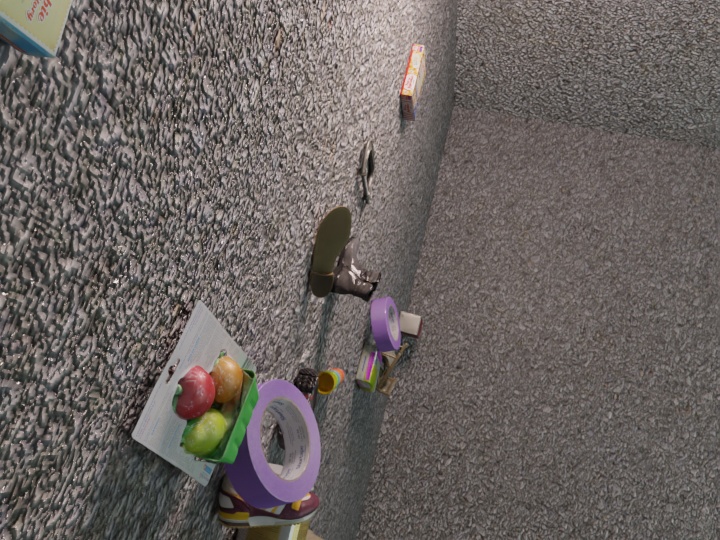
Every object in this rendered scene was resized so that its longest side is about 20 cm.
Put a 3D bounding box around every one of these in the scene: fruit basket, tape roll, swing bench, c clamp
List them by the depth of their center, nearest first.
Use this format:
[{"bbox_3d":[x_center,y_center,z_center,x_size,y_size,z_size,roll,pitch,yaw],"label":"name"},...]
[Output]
[{"bbox_3d":[-0.222,0.175,0.736,0.202,0.090,0.190,62,39,-49],"label":"fruit basket"},{"bbox_3d":[-0.152,0.302,0.933,0.200,0.064,0.206,44,35,-40],"label":"tape roll"},{"bbox_3d":[0.020,-0.267,1.532,0.202,0.026,0.176,80,25,-61],"label":"c clamp"},{"bbox_3d":[0.100,0.212,2.084,0.199,0.063,0.209,-10,91,-72],"label":"tape roll"},{"bbox_3d":[0.119,0.430,2.421,0.199,0.125,0.208,-25,132,-76],"label":"swing bench"}]

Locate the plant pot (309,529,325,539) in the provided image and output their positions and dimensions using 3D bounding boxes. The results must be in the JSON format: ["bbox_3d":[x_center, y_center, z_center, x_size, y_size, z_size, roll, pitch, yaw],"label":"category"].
[{"bbox_3d":[-0.123,0.894,1.584,0.200,0.176,0.209,13,90,-78],"label":"plant pot"}]

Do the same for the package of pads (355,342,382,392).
[{"bbox_3d":[0.037,0.397,2.131,0.201,0.066,0.160,71,32,-66],"label":"package of pads"}]

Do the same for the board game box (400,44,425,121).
[{"bbox_3d":[0.192,-0.673,1.908,0.152,0.044,0.207,64,39,-70],"label":"board game box"}]

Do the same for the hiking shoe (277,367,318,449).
[{"bbox_3d":[-0.137,0.338,1.249,0.103,0.073,0.204,85,19,-45],"label":"hiking shoe"}]

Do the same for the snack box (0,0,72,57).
[{"bbox_3d":[-0.228,-0.269,0.352,0.116,0.036,0.208,42,60,-76],"label":"snack box"}]

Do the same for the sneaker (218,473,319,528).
[{"bbox_3d":[-0.161,0.411,0.975,0.074,0.193,0.094,2,-94,60],"label":"sneaker"}]

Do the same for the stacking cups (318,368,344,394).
[{"bbox_3d":[-0.087,0.315,1.536,0.200,0.058,0.063,42,61,-82],"label":"stacking cups"}]

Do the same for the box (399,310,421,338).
[{"bbox_3d":[0.288,0.319,3.087,0.200,0.123,0.113,53,51,-73],"label":"box"}]

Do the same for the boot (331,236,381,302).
[{"bbox_3d":[0.000,0.000,1.443,0.071,0.127,0.204,86,20,-50],"label":"boot"}]

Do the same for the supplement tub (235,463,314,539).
[{"bbox_3d":[-0.175,0.517,1.083,0.146,0.140,0.208,61,43,-72],"label":"supplement tub"}]

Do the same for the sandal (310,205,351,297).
[{"bbox_3d":[-0.080,-0.051,1.232,0.070,0.075,0.220,-132,-125,-66],"label":"sandal"}]
